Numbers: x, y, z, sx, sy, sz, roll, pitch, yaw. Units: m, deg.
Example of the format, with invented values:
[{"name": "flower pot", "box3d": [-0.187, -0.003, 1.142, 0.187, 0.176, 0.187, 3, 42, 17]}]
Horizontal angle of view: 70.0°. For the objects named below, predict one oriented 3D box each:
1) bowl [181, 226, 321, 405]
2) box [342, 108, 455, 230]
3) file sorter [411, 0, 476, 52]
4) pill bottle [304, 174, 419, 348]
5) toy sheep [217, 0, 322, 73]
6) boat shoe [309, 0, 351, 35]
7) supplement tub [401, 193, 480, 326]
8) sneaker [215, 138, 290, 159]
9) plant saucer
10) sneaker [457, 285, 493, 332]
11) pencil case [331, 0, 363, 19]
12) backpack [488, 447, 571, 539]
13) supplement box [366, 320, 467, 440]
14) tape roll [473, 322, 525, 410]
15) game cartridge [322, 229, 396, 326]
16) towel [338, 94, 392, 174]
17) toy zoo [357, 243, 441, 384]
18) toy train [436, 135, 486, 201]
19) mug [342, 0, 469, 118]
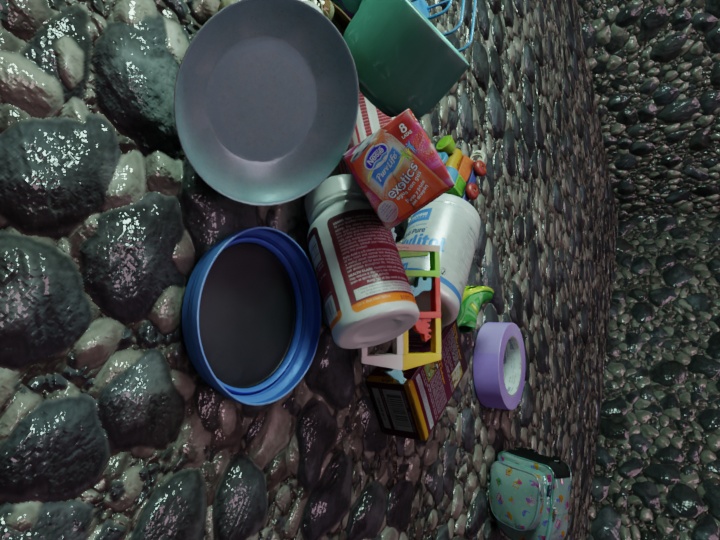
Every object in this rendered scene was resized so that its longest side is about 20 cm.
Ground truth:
[{"name": "bowl", "box3d": [-0.122, 0.052, 0.606, 0.199, 0.039, 0.206, 5, 84, -55]}, {"name": "box", "box3d": [0.053, -0.126, 0.654, 0.101, 0.094, 0.200, 57, 12, -4]}, {"name": "file sorter", "box3d": [0.112, -0.492, 0.908, 0.199, 0.121, 0.142, 29, 64, -50]}, {"name": "pill bottle", "box3d": [-0.005, -0.014, 0.665, 0.113, 0.113, 0.204, 18, 48, -53]}, {"name": "toy sheep", "box3d": [-0.081, -0.250, 0.604, 0.198, 0.136, 0.141, 26, 67, -45]}, {"name": "boat shoe", "box3d": [-0.068, -0.344, 0.680, 0.198, 0.071, 0.078, 7, 82, -55]}, {"name": "supplement tub", "box3d": [0.128, -0.017, 0.895, 0.132, 0.130, 0.203, 52, 47, -39]}, {"name": "sneaker", "box3d": [-0.097, -0.152, 0.612, 0.198, 0.089, 0.078, -17, 104, -53]}, {"name": "plant saucer", "box3d": [-0.094, -0.169, 0.526, 0.197, 0.039, 0.205, -18, 127, -25]}, {"name": "sneaker", "box3d": [0.211, 0.082, 1.064, 0.198, 0.073, 0.086, -20, 102, -45]}, {"name": "pencil case", "box3d": [-0.030, -0.414, 0.728, 0.086, 0.092, 0.200, -50, 137, -1]}, {"name": "backpack", "box3d": [0.398, 0.546, 1.220, 0.151, 0.174, 0.205, 1, 88, -38]}, {"name": "supplement box", "box3d": [0.104, 0.177, 0.886, 0.200, 0.084, 0.113, -42, 121, -48]}, {"name": "tape roll", "box3d": [0.339, 0.229, 1.243, 0.198, 0.065, 0.206, 5, 84, -54]}, {"name": "game cartridge", "box3d": [0.000, 0.000, 0.790, 0.133, 0.040, 0.205, 36, 59, -53]}, {"name": "towel", "box3d": [0.011, -0.224, 0.833, 0.199, 0.022, 0.147, -30, 110, -54]}, {"name": "toy zoo", "box3d": [0.058, 0.063, 0.761, 0.128, 0.020, 0.205, 0, 87, -18]}, {"name": "toy train", "box3d": [0.200, -0.233, 1.066, 0.116, 0.084, 0.202, 45, 51, -27]}, {"name": "mug", "box3d": [0.049, -0.280, 0.674, 0.151, 0.114, 0.186, 37, 25, -19]}]
